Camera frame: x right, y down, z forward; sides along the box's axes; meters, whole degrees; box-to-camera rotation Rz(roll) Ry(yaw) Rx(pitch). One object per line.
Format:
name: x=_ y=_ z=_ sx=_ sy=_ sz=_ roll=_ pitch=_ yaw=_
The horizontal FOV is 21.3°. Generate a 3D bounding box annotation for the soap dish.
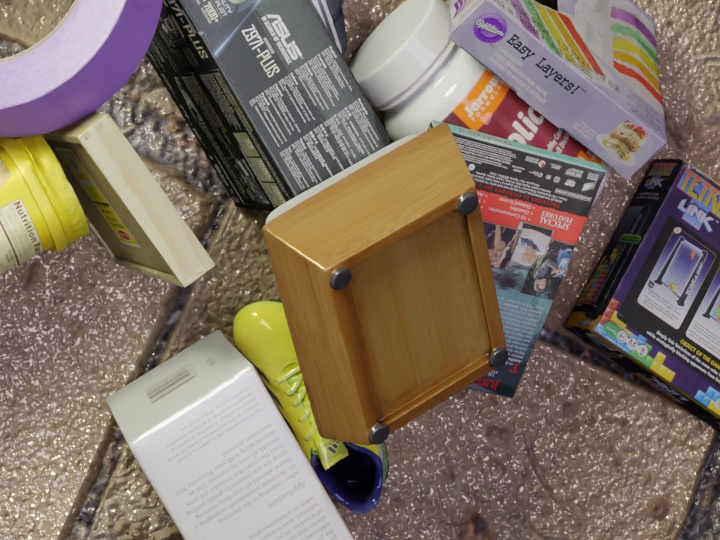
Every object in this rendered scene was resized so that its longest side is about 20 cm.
soap dish: x=0.024 y=0.017 z=1.361 sx=0.157 sy=0.081 sz=0.201 roll=-30 pitch=131 yaw=-19

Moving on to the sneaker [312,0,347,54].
sneaker: x=-0.036 y=-0.258 z=1.454 sx=0.079 sy=0.078 sz=0.202 roll=-23 pitch=100 yaw=-13

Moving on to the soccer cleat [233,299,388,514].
soccer cleat: x=-0.032 y=0.104 z=1.448 sx=0.064 sy=0.084 sz=0.201 roll=-23 pitch=126 yaw=13

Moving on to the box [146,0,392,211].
box: x=-0.083 y=-0.149 z=1.397 sx=0.086 sy=0.164 sz=0.201 roll=-35 pitch=104 yaw=-15

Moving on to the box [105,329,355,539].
box: x=-0.088 y=0.165 z=1.416 sx=0.106 sy=0.152 sz=0.201 roll=-32 pitch=105 yaw=-8

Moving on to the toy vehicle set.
toy vehicle set: x=-0.174 y=-0.054 z=1.348 sx=0.026 sy=0.200 sz=0.125 roll=-38 pitch=107 yaw=-14

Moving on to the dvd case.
dvd case: x=0.086 y=-0.005 z=1.457 sx=0.145 sy=0.022 sz=0.201 roll=12 pitch=111 yaw=-19

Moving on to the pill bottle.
pill bottle: x=0.091 y=-0.116 z=1.494 sx=0.200 sy=0.114 sz=0.114 roll=42 pitch=79 yaw=-19

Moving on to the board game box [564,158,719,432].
board game box: x=0.294 y=0.028 z=1.617 sx=0.199 sy=0.057 sz=0.166 roll=34 pitch=79 yaw=-20

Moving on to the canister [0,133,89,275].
canister: x=-0.302 y=-0.018 z=1.328 sx=0.199 sy=0.148 sz=0.087 roll=-30 pitch=104 yaw=-15

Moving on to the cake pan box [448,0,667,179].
cake pan box: x=0.149 y=-0.190 z=1.485 sx=0.199 sy=0.185 sz=0.052 roll=36 pitch=121 yaw=-20

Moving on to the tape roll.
tape roll: x=-0.234 y=-0.194 z=1.275 sx=0.198 sy=0.066 sz=0.202 roll=-2 pitch=80 yaw=12
